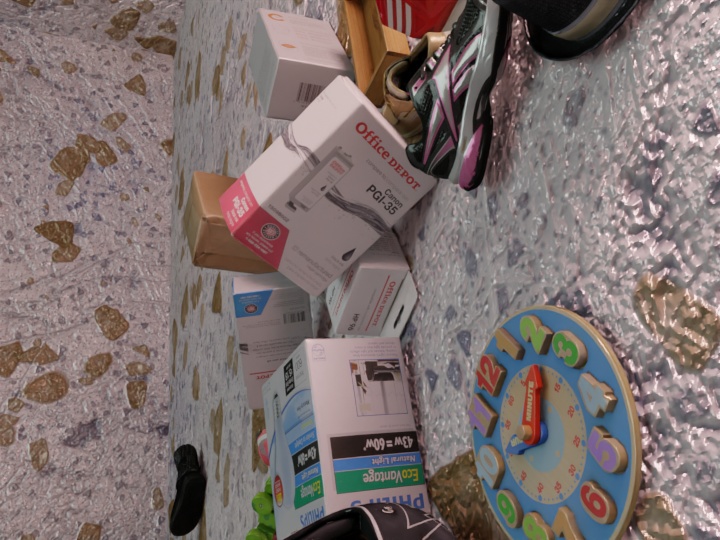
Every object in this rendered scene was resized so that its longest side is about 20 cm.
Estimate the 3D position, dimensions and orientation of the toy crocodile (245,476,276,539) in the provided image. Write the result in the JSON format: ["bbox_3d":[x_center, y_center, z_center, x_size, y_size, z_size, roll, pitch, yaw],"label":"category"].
[{"bbox_3d":[-0.152,0.422,1.257,0.067,0.061,0.202,-43,-32,-61],"label":"toy crocodile"}]

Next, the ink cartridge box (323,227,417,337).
[{"bbox_3d":[0.000,0.000,0.927,0.201,0.067,0.117,-110,31,-45],"label":"ink cartridge box"}]

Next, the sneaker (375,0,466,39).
[{"bbox_3d":[0.074,-0.325,0.733,0.079,0.114,0.201,-111,32,-47],"label":"sneaker"}]

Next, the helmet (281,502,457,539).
[{"bbox_3d":[0.017,0.308,0.664,0.200,0.189,0.202,-21,-90,-82],"label":"helmet"}]

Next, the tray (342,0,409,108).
[{"bbox_3d":[0.019,-0.330,0.984,0.099,0.037,0.202,125,144,-53],"label":"tray"}]

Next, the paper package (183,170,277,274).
[{"bbox_3d":[-0.218,-0.084,1.333,0.200,0.188,0.104,-122,46,-55],"label":"paper package"}]

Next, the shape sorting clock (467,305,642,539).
[{"bbox_3d":[0.142,0.129,0.579,0.200,0.039,0.203,-176,90,-69],"label":"shape sorting clock"}]

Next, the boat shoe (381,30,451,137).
[{"bbox_3d":[0.059,-0.209,0.814,0.200,0.066,0.075,144,127,-63],"label":"boat shoe"}]

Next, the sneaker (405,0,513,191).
[{"bbox_3d":[0.085,-0.180,0.678,0.080,0.085,0.203,-27,-51,-70],"label":"sneaker"}]

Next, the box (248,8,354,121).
[{"bbox_3d":[-0.098,-0.322,1.158,0.201,0.123,0.098,-111,32,-48],"label":"box"}]

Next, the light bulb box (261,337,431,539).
[{"bbox_3d":[-0.027,0.206,0.867,0.198,0.123,0.202,131,135,-57],"label":"light bulb box"}]

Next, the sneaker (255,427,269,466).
[{"bbox_3d":[-0.120,0.287,1.174,0.201,0.073,0.088,121,145,-49],"label":"sneaker"}]

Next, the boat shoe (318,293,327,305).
[{"bbox_3d":[-0.080,-0.039,1.054,0.201,0.060,0.074,56,172,4],"label":"boat shoe"}]

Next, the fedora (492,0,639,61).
[{"bbox_3d":[0.149,-0.269,0.558,0.200,0.090,0.204,-176,90,-68],"label":"fedora"}]

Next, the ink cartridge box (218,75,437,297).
[{"bbox_3d":[-0.036,-0.091,0.822,0.200,0.146,0.083,-43,38,11],"label":"ink cartridge box"}]

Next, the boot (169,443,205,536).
[{"bbox_3d":[-0.491,0.614,2.050,0.158,0.079,0.213,41,114,56],"label":"boot"}]

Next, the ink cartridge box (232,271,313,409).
[{"bbox_3d":[-0.133,0.107,1.141,0.067,0.114,0.202,-118,24,-64],"label":"ink cartridge box"}]
